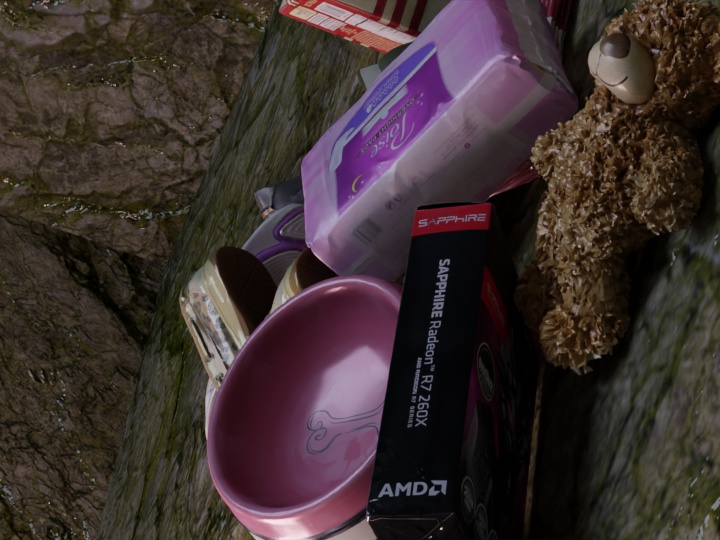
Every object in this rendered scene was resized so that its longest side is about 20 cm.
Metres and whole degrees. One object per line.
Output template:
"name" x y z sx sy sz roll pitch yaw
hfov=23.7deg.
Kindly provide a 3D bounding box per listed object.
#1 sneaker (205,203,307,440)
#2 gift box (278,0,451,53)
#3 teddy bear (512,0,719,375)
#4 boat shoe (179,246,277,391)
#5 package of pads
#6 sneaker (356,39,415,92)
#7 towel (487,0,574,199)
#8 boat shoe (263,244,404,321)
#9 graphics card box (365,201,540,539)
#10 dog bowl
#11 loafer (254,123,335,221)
"sneaker" -0.080 0.043 1.310 0.100 0.074 0.201 -151 79 -78
"gift box" 0.029 -0.296 1.479 0.184 0.199 0.188 -170 100 -74
"teddy bear" 0.126 -0.047 0.883 0.145 0.066 0.201 -89 20 -53
"boat shoe" -0.070 0.081 1.212 0.063 0.073 0.201 -39 60 31
"package of pads" 0.048 -0.090 1.125 0.200 0.075 0.121 -44 28 24
"sneaker" 0.066 -0.117 1.300 0.090 0.067 0.201 -33 42 7
"towel" 0.087 -0.121 1.201 0.144 0.023 0.201 -28 39 43
"boat shoe" 0.001 0.002 1.223 0.063 0.073 0.200 -49 -8 35
"graphics card box" 0.054 0.078 0.914 0.126 0.051 0.201 66 -153 -45
"dog bowl" -0.011 0.092 1.059 0.199 0.074 0.201 -25 45 28
"loafer" 0.003 -0.092 1.387 0.200 0.072 0.073 -41 -1 -17
